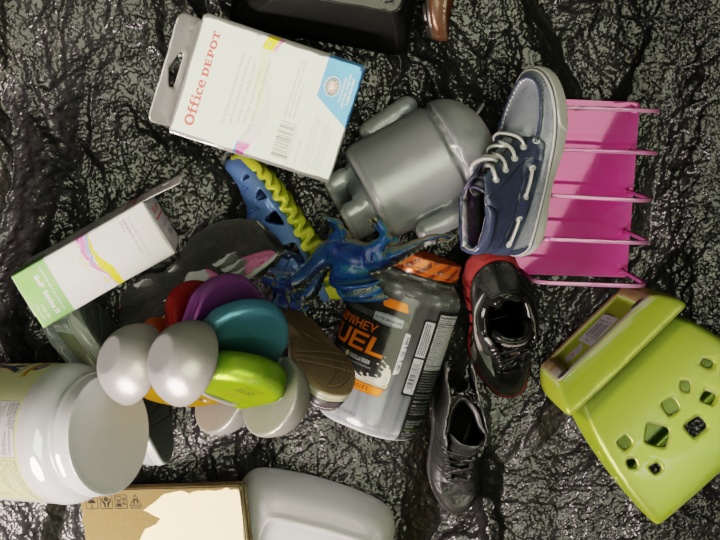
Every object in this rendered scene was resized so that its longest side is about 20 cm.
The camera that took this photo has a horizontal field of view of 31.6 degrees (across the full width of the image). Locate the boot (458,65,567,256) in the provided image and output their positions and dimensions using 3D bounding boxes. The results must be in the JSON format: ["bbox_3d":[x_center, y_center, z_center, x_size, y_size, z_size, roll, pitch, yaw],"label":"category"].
[{"bbox_3d":[0.154,-0.112,1.312,0.090,0.073,0.201,-3,100,-42],"label":"boot"}]

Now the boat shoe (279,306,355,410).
[{"bbox_3d":[-0.061,0.104,1.366,0.072,0.200,0.065,12,108,-26],"label":"boat shoe"}]

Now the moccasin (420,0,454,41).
[{"bbox_3d":[0.110,-0.348,1.378,0.077,0.074,0.202,12,87,1],"label":"moccasin"}]

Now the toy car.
[{"bbox_3d":[-0.147,0.077,1.267,0.175,0.200,0.151,27,69,-38],"label":"toy car"}]

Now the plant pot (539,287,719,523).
[{"bbox_3d":[0.317,0.129,1.407,0.199,0.200,0.182,-44,92,2],"label":"plant pot"}]

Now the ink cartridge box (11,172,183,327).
[{"bbox_3d":[-0.262,-0.025,1.362,0.199,0.117,0.067,-30,101,0],"label":"ink cartridge box"}]

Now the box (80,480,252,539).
[{"bbox_3d":[-0.214,0.320,1.427,0.199,0.021,0.164,-4,96,17],"label":"box"}]

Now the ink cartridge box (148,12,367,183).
[{"bbox_3d":[-0.112,-0.187,1.348,0.199,0.125,0.129,18,96,-8],"label":"ink cartridge box"}]

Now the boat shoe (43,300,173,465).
[{"bbox_3d":[-0.275,0.131,1.411,0.065,0.074,0.202,-28,100,19],"label":"boat shoe"}]

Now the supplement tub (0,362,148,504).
[{"bbox_3d":[-0.336,0.169,1.331,0.199,0.145,0.146,-3,101,30],"label":"supplement tub"}]

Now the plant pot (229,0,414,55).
[{"bbox_3d":[-0.023,-0.339,1.309,0.199,0.177,0.201,8,97,-7],"label":"plant pot"}]

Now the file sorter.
[{"bbox_3d":[0.247,-0.086,1.398,0.138,0.125,0.201,2,98,-5],"label":"file sorter"}]

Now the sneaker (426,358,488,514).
[{"bbox_3d":[0.110,0.191,1.437,0.060,0.104,0.201,-3,99,-6],"label":"sneaker"}]

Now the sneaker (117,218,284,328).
[{"bbox_3d":[-0.165,0.014,1.388,0.199,0.086,0.081,-26,61,19],"label":"sneaker"}]

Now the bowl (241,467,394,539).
[{"bbox_3d":[-0.066,0.341,1.459,0.199,0.075,0.201,17,95,-8],"label":"bowl"}]

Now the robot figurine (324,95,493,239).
[{"bbox_3d":[0.062,-0.112,1.383,0.199,0.113,0.170,-28,69,0],"label":"robot figurine"}]

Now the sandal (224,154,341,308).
[{"bbox_3d":[-0.094,-0.036,1.400,0.087,0.080,0.200,-32,99,4],"label":"sandal"}]

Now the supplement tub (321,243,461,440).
[{"bbox_3d":[0.036,0.075,1.404,0.122,0.123,0.201,16,96,-8],"label":"supplement tub"}]

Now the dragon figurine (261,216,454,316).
[{"bbox_3d":[0.000,0.000,1.324,0.199,0.059,0.100,4,71,14],"label":"dragon figurine"}]

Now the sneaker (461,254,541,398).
[{"bbox_3d":[0.158,0.074,1.405,0.071,0.098,0.201,-14,125,-6],"label":"sneaker"}]
